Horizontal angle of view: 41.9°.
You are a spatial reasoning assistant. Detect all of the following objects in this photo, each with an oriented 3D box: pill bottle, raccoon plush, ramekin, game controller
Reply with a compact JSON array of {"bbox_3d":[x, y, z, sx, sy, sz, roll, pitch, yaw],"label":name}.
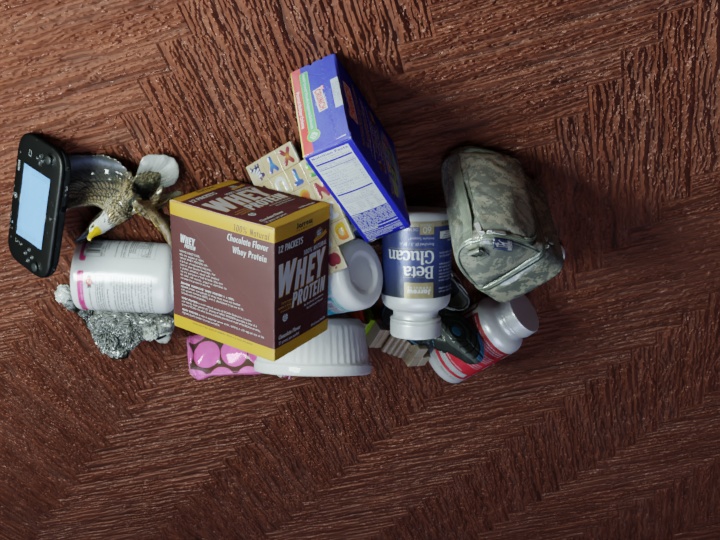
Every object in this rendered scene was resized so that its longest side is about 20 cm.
[{"bbox_3d":[0.224,0.118,1.729,0.112,0.113,0.200,27,133,-35],"label":"pill bottle"},{"bbox_3d":[-0.070,0.017,1.484,0.199,0.111,0.111,-10,147,39],"label":"pill bottle"},{"bbox_3d":[0.088,0.003,1.480,0.110,0.111,0.201,-1,99,-5],"label":"pill bottle"},{"bbox_3d":[-0.410,0.072,1.622,0.134,0.097,0.200,-32,135,20],"label":"raccoon plush"},{"bbox_3d":[-0.079,0.127,1.599,0.201,0.095,0.202,2,178,0],"label":"ramekin"},{"bbox_3d":[-0.352,0.011,1.509,0.199,0.114,0.114,3,143,-1],"label":"pill bottle"},{"bbox_3d":[-0.462,-0.092,1.347,0.104,0.042,0.201,25,114,22],"label":"game controller"}]

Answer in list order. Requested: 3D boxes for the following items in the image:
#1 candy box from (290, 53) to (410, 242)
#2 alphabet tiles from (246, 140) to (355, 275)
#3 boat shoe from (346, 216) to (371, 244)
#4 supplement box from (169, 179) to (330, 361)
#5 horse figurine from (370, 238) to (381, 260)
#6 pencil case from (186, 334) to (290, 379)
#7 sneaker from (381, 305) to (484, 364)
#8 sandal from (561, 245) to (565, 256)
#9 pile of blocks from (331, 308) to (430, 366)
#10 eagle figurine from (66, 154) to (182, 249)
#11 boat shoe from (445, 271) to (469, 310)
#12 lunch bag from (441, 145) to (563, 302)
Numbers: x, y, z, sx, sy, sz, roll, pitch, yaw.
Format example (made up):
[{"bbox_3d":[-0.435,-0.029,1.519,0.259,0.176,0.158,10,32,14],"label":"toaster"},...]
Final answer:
[{"bbox_3d":[-0.012,-0.165,1.286,0.077,0.170,0.200,-21,140,14],"label":"candy box"},{"bbox_3d":[-0.095,-0.081,1.390,0.166,0.201,0.006,-23,-177,38],"label":"alphabet tiles"},{"bbox_3d":[-0.007,-0.081,1.469,0.072,0.073,0.200,6,165,-29],"label":"boat shoe"},{"bbox_3d":[-0.160,-0.006,1.375,0.196,0.133,0.201,16,116,31],"label":"supplement box"},{"bbox_3d":[0.000,0.000,1.603,0.132,0.050,0.200,-6,145,-9],"label":"horse figurine"},{"bbox_3d":[-0.223,0.160,1.747,0.199,0.094,0.091,-3,161,1],"label":"pencil case"},{"bbox_3d":[0.129,0.105,1.664,0.200,0.073,0.082,37,129,0],"label":"sneaker"},{"bbox_3d":[0.257,-0.031,1.588,0.201,0.050,0.083,7,141,-14],"label":"sandal"},{"bbox_3d":[0.046,0.104,1.718,0.199,0.082,0.062,26,120,-12],"label":"pile of blocks"},{"bbox_3d":[-0.370,-0.098,1.394,0.199,0.151,0.153,12,110,34],"label":"eagle figurine"},{"bbox_3d":[0.123,0.016,1.598,0.071,0.064,0.200,-49,139,14],"label":"boat shoe"},{"bbox_3d":[0.197,-0.073,1.404,0.139,0.201,0.167,-31,137,30],"label":"lunch bag"}]
